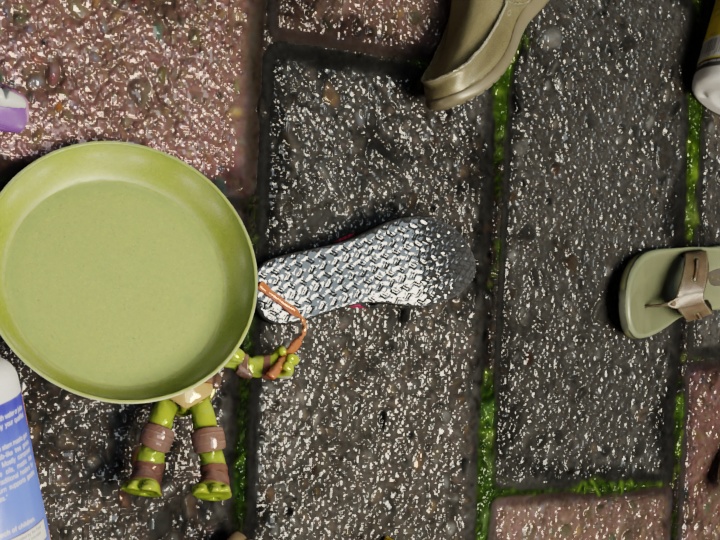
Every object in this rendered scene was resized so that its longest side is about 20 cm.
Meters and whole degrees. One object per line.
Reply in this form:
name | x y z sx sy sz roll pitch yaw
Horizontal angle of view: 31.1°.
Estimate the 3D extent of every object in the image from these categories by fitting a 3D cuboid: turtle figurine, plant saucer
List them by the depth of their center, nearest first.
plant saucer | -0.172 0.003 0.922 0.197 0.031 0.203 9 63 -17
turtle figurine | -0.141 0.085 0.964 0.197 0.064 0.164 9 72 -20

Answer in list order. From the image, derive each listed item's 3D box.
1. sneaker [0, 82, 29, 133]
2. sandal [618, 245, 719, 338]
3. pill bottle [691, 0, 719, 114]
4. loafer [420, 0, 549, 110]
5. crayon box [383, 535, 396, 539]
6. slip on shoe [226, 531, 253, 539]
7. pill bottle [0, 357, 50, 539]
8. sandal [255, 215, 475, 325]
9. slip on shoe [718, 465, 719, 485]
sneaker | -0.316 -0.086 0.844 0.197 0.080 0.090 -6 102 -27
sandal | 0.326 0.013 1.264 0.199 0.057 0.081 -15 100 -31
pill bottle | 0.404 -0.256 1.272 0.110 0.111 0.203 23 80 -31
loafer | 0.103 -0.218 1.108 0.068 0.076 0.201 47 58 -24
crayon box | 0.045 0.360 1.098 0.200 0.058 0.173 49 66 -25
slip on shoe | -0.147 0.275 0.974 0.199 0.076 0.061 -37 70 -18
pill bottle | -0.273 0.121 0.854 0.111 0.112 0.203 -13 99 -31
sandal | 0.000 0.000 1.071 0.197 0.045 0.076 -10 92 -17
slip on shoe | 0.438 0.163 1.326 0.061 0.076 0.201 48 60 -18
